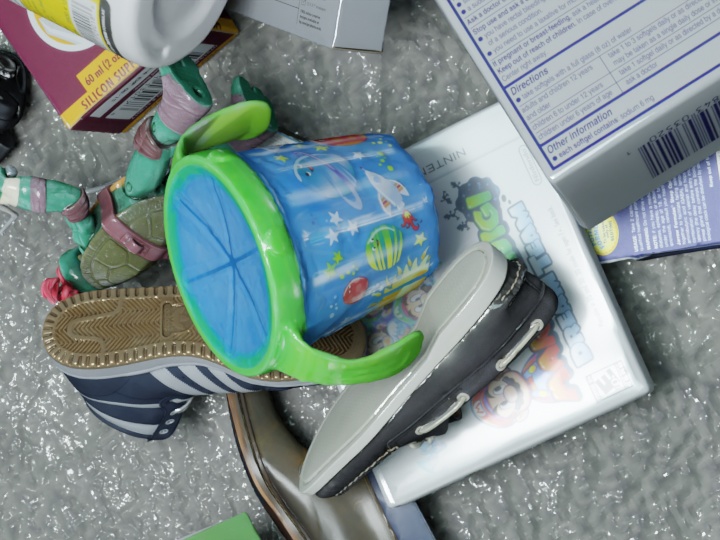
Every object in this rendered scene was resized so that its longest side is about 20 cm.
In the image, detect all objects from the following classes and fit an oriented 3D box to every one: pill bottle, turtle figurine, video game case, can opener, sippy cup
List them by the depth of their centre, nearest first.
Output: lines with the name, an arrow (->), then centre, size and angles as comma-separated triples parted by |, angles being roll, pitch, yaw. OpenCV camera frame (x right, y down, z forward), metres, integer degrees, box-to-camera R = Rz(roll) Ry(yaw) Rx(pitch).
sippy cup -> -0.029, -0.020, 1.505 | 0.140, 0.130, 0.178 | -10, 97, 64
pill bottle -> -0.181, -0.209, 1.548 | 0.200, 0.111, 0.111 | 28, 100, 23
video game case -> 0.059, 0.020, 1.566 | 0.182, 0.024, 0.200 | -26, 81, 17
turtle figurine -> -0.149, -0.046, 1.612 | 0.200, 0.150, 0.101 | -43, 73, 22
can opener -> -0.297, -0.158, 1.713 | 0.079, 0.063, 0.200 | -46, 77, 16

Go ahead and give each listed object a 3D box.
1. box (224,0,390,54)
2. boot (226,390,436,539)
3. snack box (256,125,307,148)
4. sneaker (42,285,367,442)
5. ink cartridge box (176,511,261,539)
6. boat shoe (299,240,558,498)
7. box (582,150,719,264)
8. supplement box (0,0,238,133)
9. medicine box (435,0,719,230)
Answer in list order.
box -> -0.025, -0.247, 1.568 | 0.156, 0.041, 0.200 | 28, 111, 54
boot -> -0.018, 0.136, 1.627 | 0.097, 0.075, 0.200 | -22, 75, -5
snack box -> 0.000, 0.000, 1.619 | 0.200, 0.037, 0.116 | 28, 99, 17
sneaker -> -0.091, 0.058, 1.596 | 0.199, 0.109, 0.070 | 1, 61, 7
ink cartridge box -> -0.090, 0.277, 1.610 | 0.146, 0.084, 0.200 | -39, 76, 43
boat shoe -> 0.039, 0.070, 1.528 | 0.060, 0.074, 0.200 | 32, 110, -20
box -> 0.223, -0.075, 1.538 | 0.200, 0.032, 0.121 | -9, 87, 18
supplement box -> -0.187, -0.201, 1.659 | 0.110, 0.086, 0.200 | -39, 78, 17
medicine box -> 0.149, -0.161, 1.492 | 0.182, 0.103, 0.200 | -32, 68, 5
